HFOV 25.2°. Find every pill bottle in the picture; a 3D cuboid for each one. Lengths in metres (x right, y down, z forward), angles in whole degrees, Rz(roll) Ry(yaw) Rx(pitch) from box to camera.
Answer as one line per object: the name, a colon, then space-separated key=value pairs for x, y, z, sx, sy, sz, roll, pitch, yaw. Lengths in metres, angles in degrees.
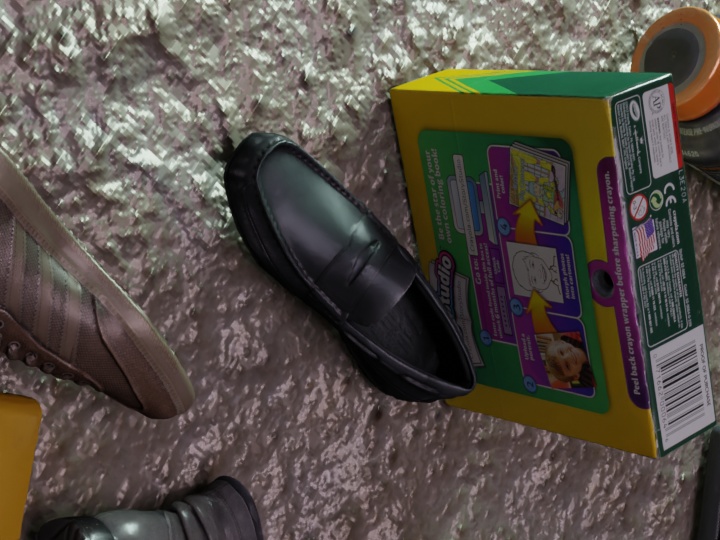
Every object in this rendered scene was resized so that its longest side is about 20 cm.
pill bottle: x=0.266 y=-0.106 z=1.089 sx=0.199 sy=0.106 sz=0.107 roll=24 pitch=80 yaw=-41

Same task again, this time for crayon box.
crayon box: x=0.107 y=-0.010 z=0.912 sx=0.058 sy=0.172 sz=0.202 roll=-22 pitch=110 yaw=-34

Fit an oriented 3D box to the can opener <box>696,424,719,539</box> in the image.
can opener: x=0.254 y=0.211 z=1.153 sx=0.067 sy=0.053 sz=0.202 roll=8 pitch=89 yaw=-43

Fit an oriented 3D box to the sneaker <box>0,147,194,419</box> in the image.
sneaker: x=-0.160 y=0.011 z=0.760 sx=0.075 sy=0.070 sz=0.200 roll=-41 pitch=119 yaw=-8

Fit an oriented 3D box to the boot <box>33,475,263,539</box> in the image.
boot: x=-0.101 y=0.213 z=0.828 sx=0.131 sy=0.069 sz=0.202 roll=-3 pitch=101 yaw=-47

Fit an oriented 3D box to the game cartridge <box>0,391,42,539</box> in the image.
game cartridge: x=-0.245 y=0.131 z=0.708 sx=0.199 sy=0.032 sz=0.178 roll=12 pitch=87 yaw=-43

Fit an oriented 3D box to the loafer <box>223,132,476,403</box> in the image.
loafer: x=0.000 y=0.000 z=0.886 sx=0.068 sy=0.070 sz=0.201 roll=-55 pitch=127 yaw=-23
